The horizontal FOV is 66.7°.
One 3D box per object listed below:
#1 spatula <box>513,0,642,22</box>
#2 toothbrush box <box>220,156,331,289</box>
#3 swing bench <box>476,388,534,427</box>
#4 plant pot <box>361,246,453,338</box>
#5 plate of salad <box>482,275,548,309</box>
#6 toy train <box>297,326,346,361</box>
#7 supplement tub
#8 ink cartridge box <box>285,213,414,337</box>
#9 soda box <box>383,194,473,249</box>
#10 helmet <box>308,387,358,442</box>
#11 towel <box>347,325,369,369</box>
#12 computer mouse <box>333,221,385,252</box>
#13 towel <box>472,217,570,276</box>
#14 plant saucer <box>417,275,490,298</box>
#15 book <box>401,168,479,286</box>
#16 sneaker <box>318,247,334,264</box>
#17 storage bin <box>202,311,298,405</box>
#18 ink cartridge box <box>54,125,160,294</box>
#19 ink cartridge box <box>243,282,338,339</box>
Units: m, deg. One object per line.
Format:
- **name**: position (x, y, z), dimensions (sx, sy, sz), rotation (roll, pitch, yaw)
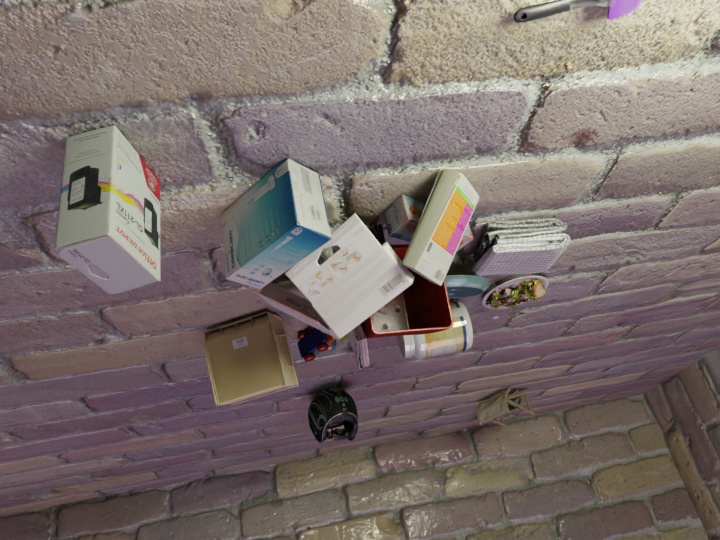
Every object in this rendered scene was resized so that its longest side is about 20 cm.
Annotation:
- **spatula**: position (0.314, -0.378, 0.777), dimensions (0.198, 0.021, 0.057), rotation (-10, 138, 0)
- **toothbrush box**: position (-0.158, -0.080, 0.983), dimensions (0.199, 0.148, 0.085), rotation (-32, 145, 30)
- **swing bench**: position (0.695, 0.665, 2.657), dimensions (0.199, 0.131, 0.199), rotation (15, 142, -31)
- **plant pot**: position (0.081, 0.069, 1.312), dimensions (0.198, 0.202, 0.176), rotation (-2, 160, -19)
- **plate of salad**: position (0.456, 0.076, 1.604), dimensions (0.198, 0.048, 0.201), rotation (-10, 152, -5)
- **toy train**: position (-0.083, 0.181, 1.546), dimensions (0.115, 0.085, 0.200), rotation (0, 150, -43)
- **supplement tub**: position (0.209, 0.175, 1.577), dimensions (0.198, 0.146, 0.145), rotation (-9, 151, -6)
- **ink cartridge box**: position (-0.022, 0.010, 1.102), dimensions (0.200, 0.177, 0.045), rotation (-38, -175, 20)
- **soda box**: position (0.146, -0.095, 1.164), dimensions (0.199, 0.064, 0.068), rotation (13, 142, -37)
- **helmet**: position (-0.105, 0.538, 2.043), dimensions (0.198, 0.191, 0.202), rotation (-10, 117, -20)
- **towel**: position (-0.028, 0.129, 1.355), dimensions (0.032, 0.192, 0.201), rotation (-20, 152, -8)
- **computer mouse**: position (0.000, 0.000, 1.196), dimensions (0.199, 0.142, 0.046), rotation (-34, 153, 34)
- **towel**: position (0.375, -0.054, 1.306), dimensions (0.198, 0.086, 0.166), rotation (-4, 158, -5)
- **plant saucer**: position (0.238, 0.046, 1.419), dimensions (0.198, 0.028, 0.200), rotation (-1, 167, 0)
- **book**: position (0.166, -0.080, 1.084), dimensions (0.048, 0.201, 0.133), rotation (22, 177, 36)
- **sneaker**: position (-0.105, -0.046, 1.149), dimensions (0.199, 0.077, 0.086), rotation (31, 97, -33)
- **storage bin**: position (-0.290, 0.232, 1.430), dimensions (0.198, 0.200, 0.094), rotation (-18, 168, 9)
- **ink cartridge box**: position (-0.371, -0.088, 0.825), dimensions (0.082, 0.202, 0.146), rotation (-14, 151, 3)
- **ink cartridge box**: position (-0.142, 0.080, 1.235), dimensions (0.199, 0.045, 0.176), rotation (24, 168, 20)
